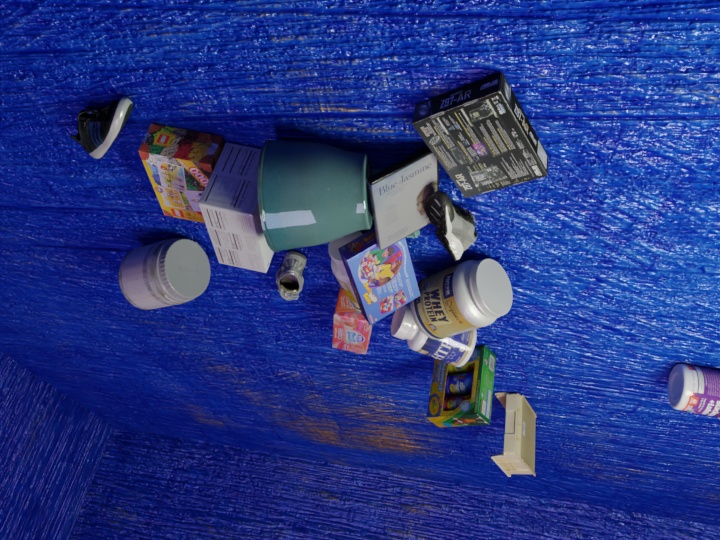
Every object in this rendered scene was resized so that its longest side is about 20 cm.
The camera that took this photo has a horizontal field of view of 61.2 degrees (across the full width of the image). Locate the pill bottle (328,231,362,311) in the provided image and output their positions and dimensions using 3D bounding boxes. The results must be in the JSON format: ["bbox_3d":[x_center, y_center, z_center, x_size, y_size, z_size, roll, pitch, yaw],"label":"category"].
[{"bbox_3d":[0.000,0.000,1.366,0.110,0.114,0.201,0,147,21],"label":"pill bottle"}]

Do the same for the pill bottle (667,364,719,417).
[{"bbox_3d":[0.874,0.302,1.494,0.195,0.113,0.112,9,149,8],"label":"pill bottle"}]

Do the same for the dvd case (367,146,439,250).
[{"bbox_3d":[0.085,-0.131,1.129,0.141,0.018,0.202,-29,147,-11],"label":"dvd case"}]

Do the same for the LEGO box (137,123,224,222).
[{"bbox_3d":[-0.344,-0.189,1.237,0.145,0.079,0.201,11,149,5],"label":"LEGO box"}]

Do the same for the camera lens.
[{"bbox_3d":[-0.497,0.010,1.537,0.197,0.163,0.160,-10,142,34],"label":"camera lens"}]

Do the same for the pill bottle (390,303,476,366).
[{"bbox_3d":[0.181,0.155,1.534,0.196,0.122,0.120,21,149,-12],"label":"pill bottle"}]

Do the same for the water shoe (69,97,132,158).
[{"bbox_3d":[-0.502,-0.279,1.165,0.078,0.073,0.198,33,144,-26],"label":"water shoe"}]

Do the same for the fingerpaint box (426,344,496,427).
[{"bbox_3d":[0.278,0.319,1.678,0.165,0.203,0.073,-14,139,39],"label":"fingerpaint box"}]

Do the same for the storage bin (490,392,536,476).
[{"bbox_3d":[0.481,0.514,1.907,0.092,0.204,0.199,-8,143,30],"label":"storage bin"}]

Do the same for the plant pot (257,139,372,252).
[{"bbox_3d":[-0.072,-0.140,1.111,0.183,0.204,0.202,-2,147,6],"label":"plant pot"}]

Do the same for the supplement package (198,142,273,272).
[{"bbox_3d":[-0.227,-0.122,1.220,0.108,0.158,0.201,12,149,6],"label":"supplement package"}]

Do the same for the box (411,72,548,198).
[{"bbox_3d":[0.201,-0.214,1.008,0.158,0.044,0.200,-12,140,36],"label":"box"}]

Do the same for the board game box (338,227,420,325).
[{"bbox_3d":[0.044,0.006,1.282,0.133,0.045,0.202,-29,133,-11],"label":"board game box"}]

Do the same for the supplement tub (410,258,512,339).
[{"bbox_3d":[0.221,0.063,1.345,0.143,0.147,0.198,32,145,-28],"label":"supplement tub"}]

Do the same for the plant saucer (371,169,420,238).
[{"bbox_3d":[0.072,-0.128,1.225,0.068,0.019,0.201,4,148,18],"label":"plant saucer"}]

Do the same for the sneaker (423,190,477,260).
[{"bbox_3d":[0.179,-0.099,1.174,0.079,0.074,0.200,-37,149,1],"label":"sneaker"}]

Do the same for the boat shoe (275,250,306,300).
[{"bbox_3d":[-0.178,0.026,1.526,0.073,0.066,0.203,18,149,-7],"label":"boat shoe"}]

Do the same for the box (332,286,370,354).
[{"bbox_3d":[-0.016,0.131,1.598,0.100,0.096,0.201,11,149,2],"label":"box"}]
